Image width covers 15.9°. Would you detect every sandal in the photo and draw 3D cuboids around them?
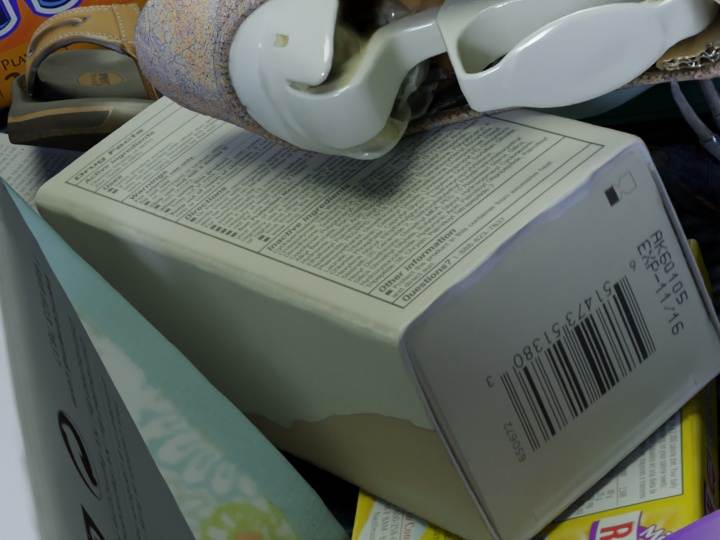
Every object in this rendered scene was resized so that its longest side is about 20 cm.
[{"bbox_3d":[-0.089,-0.073,0.954,0.081,0.055,0.200,3,11,-8],"label":"sandal"}]

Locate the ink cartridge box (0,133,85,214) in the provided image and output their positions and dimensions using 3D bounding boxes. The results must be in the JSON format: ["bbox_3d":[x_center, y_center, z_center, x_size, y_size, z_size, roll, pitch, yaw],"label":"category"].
[{"bbox_3d":[-0.135,0.017,0.916,0.199,0.050,0.161,12,42,25],"label":"ink cartridge box"}]

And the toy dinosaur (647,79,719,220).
[{"bbox_3d":[0.137,-0.010,0.714,0.105,0.201,0.182,-6,-15,-15],"label":"toy dinosaur"}]

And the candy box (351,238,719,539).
[{"bbox_3d":[0.047,0.066,0.705,0.102,0.026,0.200,-14,31,16],"label":"candy box"}]

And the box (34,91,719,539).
[{"bbox_3d":[0.000,0.000,0.743,0.095,0.078,0.200,-38,30,-20],"label":"box"}]

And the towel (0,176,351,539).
[{"bbox_3d":[-0.124,0.065,0.698,0.171,0.200,0.048,-43,-9,-26],"label":"towel"}]

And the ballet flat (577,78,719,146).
[{"bbox_3d":[0.076,-0.067,0.874,0.199,0.073,0.073,-5,33,41],"label":"ballet flat"}]

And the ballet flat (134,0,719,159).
[{"bbox_3d":[0.021,-0.064,0.686,0.199,0.068,0.067,-13,37,25],"label":"ballet flat"}]

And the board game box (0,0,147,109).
[{"bbox_3d":[-0.167,-0.204,1.116,0.199,0.200,0.200,-21,29,4],"label":"board game box"}]

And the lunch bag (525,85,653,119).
[{"bbox_3d":[0.086,-0.138,0.797,0.200,0.077,0.160,-36,44,-21],"label":"lunch bag"}]

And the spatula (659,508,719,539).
[{"bbox_3d":[0.027,0.092,0.630,0.199,0.021,0.057,-15,37,18],"label":"spatula"}]

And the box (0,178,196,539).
[{"bbox_3d":[-0.082,0.125,0.497,0.130,0.200,0.199,-23,39,1],"label":"box"}]
